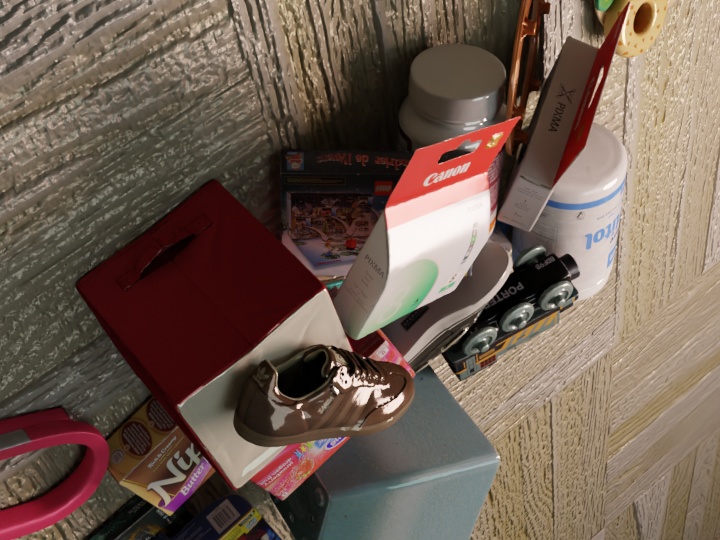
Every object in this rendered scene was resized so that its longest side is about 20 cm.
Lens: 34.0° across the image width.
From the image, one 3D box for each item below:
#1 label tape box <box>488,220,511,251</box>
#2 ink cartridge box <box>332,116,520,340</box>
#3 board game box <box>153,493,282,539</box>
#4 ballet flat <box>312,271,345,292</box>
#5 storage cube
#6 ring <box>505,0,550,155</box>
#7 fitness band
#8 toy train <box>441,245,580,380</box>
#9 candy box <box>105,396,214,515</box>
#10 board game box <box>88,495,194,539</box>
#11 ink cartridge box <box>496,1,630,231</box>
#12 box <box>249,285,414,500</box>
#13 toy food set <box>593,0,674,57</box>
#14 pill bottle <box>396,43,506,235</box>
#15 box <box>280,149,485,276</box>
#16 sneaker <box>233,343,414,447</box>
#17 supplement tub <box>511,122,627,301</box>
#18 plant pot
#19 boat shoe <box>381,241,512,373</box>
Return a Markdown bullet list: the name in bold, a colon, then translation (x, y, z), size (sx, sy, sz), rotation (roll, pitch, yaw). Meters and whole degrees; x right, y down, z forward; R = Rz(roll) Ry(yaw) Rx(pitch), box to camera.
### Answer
- **label tape box**: translation (0.112, 0.010, 1.422), size (0.199, 0.066, 0.144), rotation (3, 122, -48)
- **ink cartridge box**: translation (0.070, -0.038, 1.075), size (0.160, 0.050, 0.200), rotation (-23, 154, -45)
- **board game box**: translation (-0.187, 0.367, 1.401), size (0.200, 0.062, 0.200), rotation (-41, 147, -12)
- **ballet flat**: translation (0.000, 0.000, 1.278), size (0.199, 0.067, 0.068), rotation (-5, 131, -35)
- **storage cube**: translation (-0.126, 0.062, 1.106), size (0.171, 0.180, 0.201), rotation (-38, 144, -13)
- **ring**: translation (0.173, -0.217, 1.199), size (0.200, 0.019, 0.202), rotation (9, 90, -79)
- **fitness band**: translation (-0.340, 0.205, 1.144), size (0.199, 0.037, 0.144), rotation (-10, 134, -42)
- **toy train**: translation (0.170, 0.050, 1.388), size (0.199, 0.085, 0.114), rotation (-29, 150, -8)
- **candy box**: translation (-0.173, 0.161, 1.264), size (0.200, 0.056, 0.117), rotation (-45, 146, -7)
- **board game box**: translation (-0.246, 0.336, 1.382), size (0.135, 0.028, 0.200), rotation (-40, 146, -11)
- **ink cartridge box**: translation (0.213, -0.167, 1.244), size (0.176, 0.044, 0.201), rotation (110, 2, -62)
- **box**: translation (-0.054, 0.129, 1.222), size (0.200, 0.096, 0.100), rotation (-43, 146, -2)
- **toy food set**: translation (0.334, -0.351, 1.320), size (0.200, 0.049, 0.198), rotation (-43, 146, -6)
- **pill bottle**: translation (0.094, -0.125, 1.222), size (0.114, 0.114, 0.201), rotation (-28, 142, -27)
- **box**: translation (0.019, -0.056, 1.178), size (0.198, 0.038, 0.137), rotation (1, 133, -3)
- **sneaker**: translation (-0.019, 0.102, 1.042), size (0.199, 0.070, 0.076), rotation (-11, 131, -42)
- **supplement tub**: translation (0.252, -0.072, 1.437), size (0.131, 0.132, 0.201), rotation (-33, 143, -21)
- **plant pot**: translation (0.008, 0.240, 1.375), size (0.199, 0.197, 0.197), rotation (-10, 132, -30)
- **boat shoe**: translation (0.088, 0.047, 1.290), size (0.200, 0.071, 0.064), rotation (-40, 145, 9)
